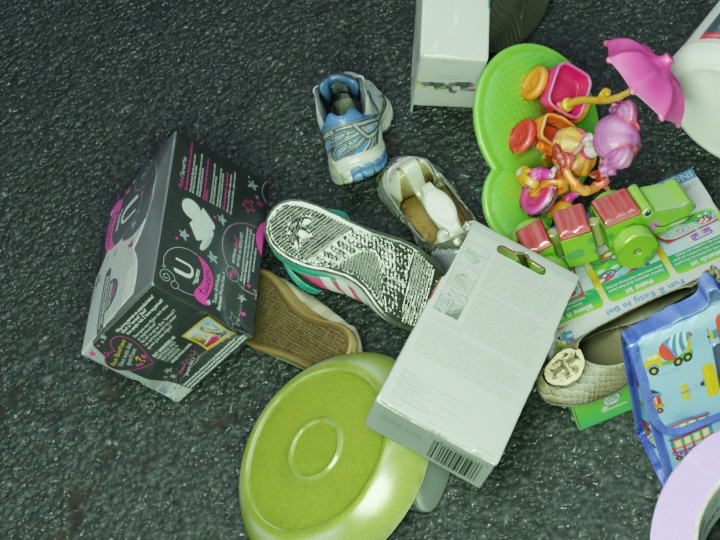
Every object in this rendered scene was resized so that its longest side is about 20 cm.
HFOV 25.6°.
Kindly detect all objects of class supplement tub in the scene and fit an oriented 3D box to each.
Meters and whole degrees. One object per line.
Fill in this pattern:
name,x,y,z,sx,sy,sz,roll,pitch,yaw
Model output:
supplement tub,0.386,-0.207,1.466,0.139,0.141,0.200,22,60,36

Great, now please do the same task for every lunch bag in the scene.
lunch bag,0.279,0.070,1.203,0.149,0.201,0.095,-21,43,1

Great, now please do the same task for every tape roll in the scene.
tape roll,0.307,0.207,1.126,0.197,0.066,0.202,-6,60,10

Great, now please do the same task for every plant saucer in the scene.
plant saucer,-0.031,0.154,1.322,0.198,0.031,0.202,-21,51,28

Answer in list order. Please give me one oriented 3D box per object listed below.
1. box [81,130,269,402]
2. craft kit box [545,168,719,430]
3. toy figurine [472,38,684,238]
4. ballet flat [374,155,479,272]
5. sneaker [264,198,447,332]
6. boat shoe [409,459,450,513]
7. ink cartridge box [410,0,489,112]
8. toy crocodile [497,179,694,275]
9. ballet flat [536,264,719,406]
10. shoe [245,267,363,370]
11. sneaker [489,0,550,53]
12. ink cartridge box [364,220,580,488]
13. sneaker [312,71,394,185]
box,-0.174,-0.005,1.485,0.132,0.114,0.201,-40,32,36
craft kit box,0.242,0.020,1.380,0.198,0.049,0.198,-22,42,1
toy figurine,0.205,-0.128,1.417,0.183,0.149,0.202,-14,55,58
ballet flat,0.065,-0.069,1.517,0.071,0.072,0.201,-28,44,-6
sneaker,0.000,0.000,1.471,0.199,0.121,0.084,30,88,-3
boat shoe,0.061,0.109,1.347,0.063,0.071,0.201,9,55,28
ink cartridge box,0.088,-0.234,1.575,0.067,0.200,0.117,3,80,-1
toy crocodile,0.192,-0.032,1.375,0.198,0.062,0.068,-20,44,2
ballet flat,0.232,0.049,1.294,0.198,0.047,0.068,-25,44,-2
shoe,-0.061,0.055,1.469,0.199,0.053,0.070,31,93,44
sneaker,0.149,-0.309,1.720,0.105,0.075,0.201,7,51,43
ink cartridge box,0.095,0.065,1.297,0.108,0.051,0.201,28,56,4
sneaker,-0.010,-0.170,1.613,0.076,0.086,0.201,-18,29,5
